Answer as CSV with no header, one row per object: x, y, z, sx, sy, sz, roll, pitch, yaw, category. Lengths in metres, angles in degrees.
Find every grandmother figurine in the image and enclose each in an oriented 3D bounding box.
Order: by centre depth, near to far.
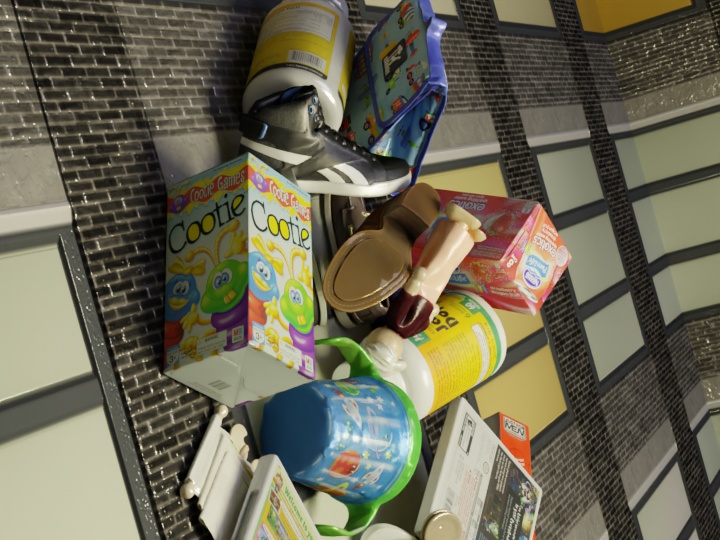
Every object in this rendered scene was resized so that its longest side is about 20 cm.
0.061,0.030,1.665,0.200,0.060,0.121,-56,149,-11,grandmother figurine

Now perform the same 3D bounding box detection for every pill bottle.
-0.064,-0.235,1.741,0.112,0.112,0.201,57,28,-36,pill bottle
0.064,0.106,1.757,0.200,0.113,0.113,-26,101,-40,pill bottle

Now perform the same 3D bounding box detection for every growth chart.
-0.109,0.237,1.453,0.201,0.018,0.145,67,23,-19,growth chart

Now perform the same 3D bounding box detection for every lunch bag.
0.048,-0.205,1.732,0.094,0.200,0.151,13,47,-22,lunch bag

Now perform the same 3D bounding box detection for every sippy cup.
-0.029,0.166,1.560,0.130,0.140,0.178,19,32,-52,sippy cup

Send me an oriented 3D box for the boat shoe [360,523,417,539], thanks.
0.058,0.342,1.730,0.200,0.071,0.064,50,-1,-31,boat shoe

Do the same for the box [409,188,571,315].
0.133,-0.025,1.822,0.096,0.199,0.100,-54,130,-23,box

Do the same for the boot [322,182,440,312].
0.000,0.000,1.678,0.074,0.155,0.200,47,54,-3,boot

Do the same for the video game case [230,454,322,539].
-0.071,0.307,1.450,0.182,0.022,0.201,-71,144,-50,video game case

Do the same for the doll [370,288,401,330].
0.042,0.085,1.866,0.136,0.048,0.201,29,49,-59,doll

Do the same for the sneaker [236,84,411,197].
-0.032,-0.140,1.640,0.073,0.199,0.112,-140,-128,-59,sneaker

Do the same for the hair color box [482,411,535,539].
0.162,0.290,1.935,0.061,0.101,0.201,27,49,-35,hair color box

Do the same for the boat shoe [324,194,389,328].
-0.002,-0.032,1.823,0.072,0.059,0.201,38,42,-54,boat shoe

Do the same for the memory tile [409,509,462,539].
0.088,0.371,1.697,0.153,0.017,0.200,-41,117,-18,memory tile

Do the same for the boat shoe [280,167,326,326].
-0.079,-0.016,1.628,0.072,0.060,0.202,-117,-168,-51,boat shoe

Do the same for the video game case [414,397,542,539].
0.140,0.279,1.800,0.182,0.023,0.200,49,38,-26,video game case

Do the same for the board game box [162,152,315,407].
-0.113,0.010,1.462,0.105,0.103,0.201,33,45,-47,board game box
